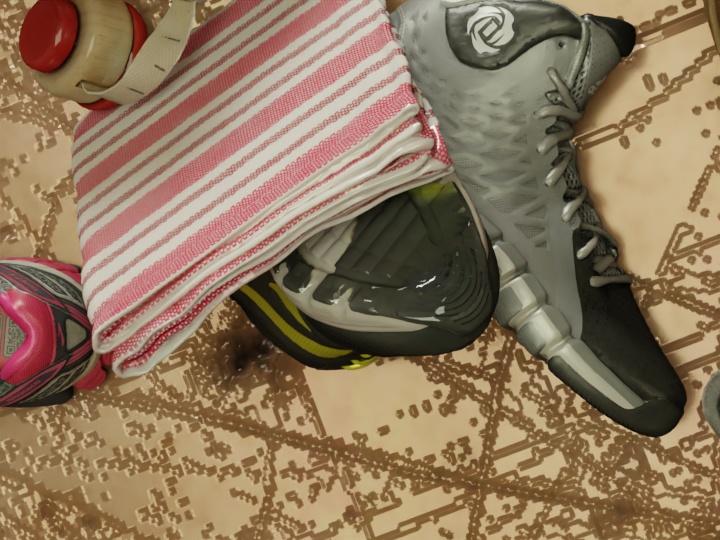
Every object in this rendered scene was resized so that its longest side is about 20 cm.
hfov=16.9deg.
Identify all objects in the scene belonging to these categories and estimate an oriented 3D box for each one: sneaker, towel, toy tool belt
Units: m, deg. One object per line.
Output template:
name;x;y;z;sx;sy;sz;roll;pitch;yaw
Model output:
sneaker;-0.204;0.021;0.993;0.200;0.075;0.081;-4;89;12
towel;-0.044;-0.050;0.918;0.146;0.200;0.030;-34;118;10
sneaker;0.000;0.000;0.910;0.074;0.200;0.085;-44;120;-12
toy tool belt;-0.125;-0.172;0.947;0.125;0.123;0.200;15;91;49
sneaker;0.079;-0.039;0.938;0.115;0.075;0.200;-44;81;6

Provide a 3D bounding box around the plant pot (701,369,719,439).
plant pot;0.260;0.060;0.848;0.200;0.177;0.200;-37;83;10

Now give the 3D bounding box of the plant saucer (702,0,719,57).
plant saucer;0.182;-0.148;0.874;0.035;0.200;0.200;32;97;41
